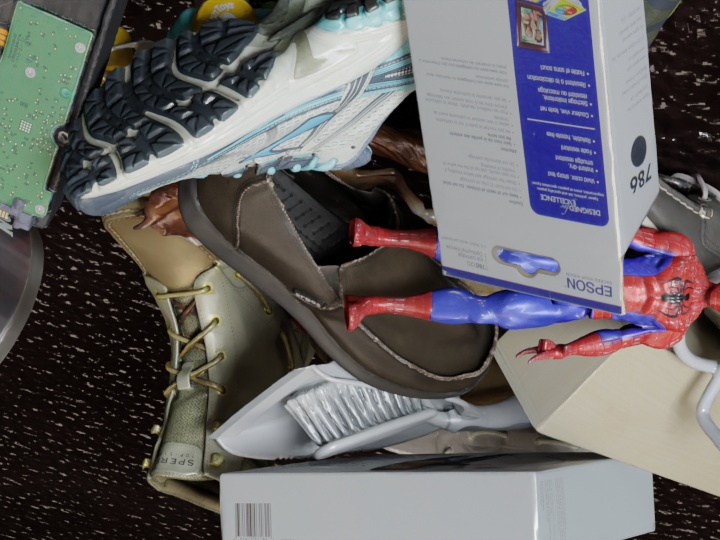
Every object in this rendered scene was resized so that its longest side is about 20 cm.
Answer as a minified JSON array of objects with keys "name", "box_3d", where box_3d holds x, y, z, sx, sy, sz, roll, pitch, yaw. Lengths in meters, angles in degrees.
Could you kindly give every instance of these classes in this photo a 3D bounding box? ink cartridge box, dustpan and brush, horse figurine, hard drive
[{"name":"ink cartridge box","box_3d":[0.069,-0.084,0.732,0.099,0.039,0.201,14,124,36]},{"name":"dustpan and brush","box_3d":[0.031,0.080,1.020,0.199,0.057,0.140,-13,165,-32]},{"name":"horse figurine","box_3d":[-0.022,-0.049,0.961,0.132,0.050,0.200,21,155,-25]},{"name":"hard drive","box_3d":[-0.174,-0.127,0.787,0.139,0.038,0.201,22,121,-1]}]

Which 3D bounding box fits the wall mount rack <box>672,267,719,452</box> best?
[{"name":"wall mount rack","box_3d":[0.264,0.027,0.903,0.199,0.075,0.174,10,118,-33]}]

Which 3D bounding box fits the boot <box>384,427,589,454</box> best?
[{"name":"boot","box_3d":[0.077,0.127,1.192,0.199,0.096,0.074,-8,145,37]}]

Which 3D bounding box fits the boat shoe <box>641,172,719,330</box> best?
[{"name":"boat shoe","box_3d":[0.187,-0.013,0.929,0.200,0.057,0.067,42,-178,-37]}]

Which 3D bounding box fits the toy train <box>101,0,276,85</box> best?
[{"name":"toy train","box_3d":[-0.101,-0.110,0.887,0.199,0.056,0.150,-8,173,20]}]

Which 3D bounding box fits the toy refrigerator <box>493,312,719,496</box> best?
[{"name":"toy refrigerator","box_3d":[0.172,0.064,0.992,0.200,0.070,0.076,21,120,-40]}]

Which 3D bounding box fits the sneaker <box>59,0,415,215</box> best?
[{"name":"sneaker","box_3d":[-0.035,-0.068,0.785,0.199,0.078,0.086,-29,130,-4]}]

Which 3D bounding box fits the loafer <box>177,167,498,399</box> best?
[{"name":"loafer","box_3d":[0.000,0.000,0.900,0.200,0.073,0.071,33,147,-25]}]

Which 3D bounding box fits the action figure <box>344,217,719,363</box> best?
[{"name":"action figure","box_3d":[0.094,0.008,0.849,0.199,0.066,0.052,2,-173,-5]}]

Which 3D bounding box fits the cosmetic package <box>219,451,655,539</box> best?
[{"name":"cosmetic package","box_3d":[0.044,0.131,0.998,0.199,0.052,0.151,-4,175,32]}]

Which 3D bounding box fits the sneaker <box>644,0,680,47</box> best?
[{"name":"sneaker","box_3d":[0.095,-0.089,0.789,0.074,0.081,0.200,14,153,0]}]

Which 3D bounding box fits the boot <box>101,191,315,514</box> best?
[{"name":"boot","box_3d":[-0.100,0.051,1.070,0.072,0.155,0.200,-4,148,34]}]

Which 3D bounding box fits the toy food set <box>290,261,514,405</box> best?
[{"name":"toy food set","box_3d":[0.061,0.034,1.053,0.197,0.049,0.200,-7,155,23]}]

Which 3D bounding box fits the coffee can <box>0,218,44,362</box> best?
[{"name":"coffee can","box_3d":[-0.310,-0.020,1.051,0.146,0.147,0.200,-10,144,40]}]
